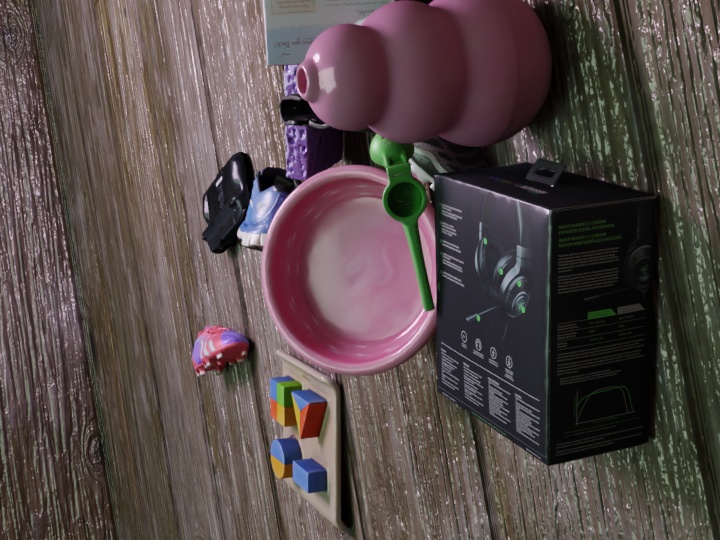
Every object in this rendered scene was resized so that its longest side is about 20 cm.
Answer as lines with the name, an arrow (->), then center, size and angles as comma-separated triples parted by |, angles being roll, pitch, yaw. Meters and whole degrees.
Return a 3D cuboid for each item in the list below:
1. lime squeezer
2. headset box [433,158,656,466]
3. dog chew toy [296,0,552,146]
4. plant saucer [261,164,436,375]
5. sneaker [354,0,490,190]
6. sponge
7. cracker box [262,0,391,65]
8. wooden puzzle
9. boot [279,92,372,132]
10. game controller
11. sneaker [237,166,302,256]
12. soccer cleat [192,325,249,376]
lime squeezer -> 0.028, -0.069, 0.953 | 0.071, 0.037, 0.202 | 121, 137, -64
headset box -> 0.134, 0.018, 0.891 | 0.174, 0.092, 0.202 | -154, 59, -63
dog chew toy -> 0.046, -0.153, 0.900 | 0.124, 0.198, 0.126 | 171, 90, -67
plant saucer -> 0.000, 0.000, 1.140 | 0.199, 0.051, 0.203 | 0, 90, 25
sneaker -> 0.064, -0.156, 1.014 | 0.087, 0.073, 0.201 | -41, 69, 44
sponge -> -0.048, -0.204, 1.232 | 0.112, 0.030, 0.202 | -43, -43, -63
cracker box -> -0.026, -0.296, 1.092 | 0.058, 0.133, 0.202 | -77, -15, -77
wooden puzzle -> -0.075, 0.216, 1.502 | 0.185, 0.046, 0.202 | -162, 65, -64
boot -> -0.023, -0.165, 1.142 | 0.200, 0.130, 0.068 | -170, 73, -66
game controller -> -0.190, -0.095, 1.684 | 0.200, 0.042, 0.105 | 145, 128, -64
sneaker -> -0.087, -0.064, 1.277 | 0.200, 0.078, 0.090 | -152, 78, -80
soccer cleat -> -0.217, 0.111, 1.778 | 0.200, 0.066, 0.077 | 141, 122, -67
